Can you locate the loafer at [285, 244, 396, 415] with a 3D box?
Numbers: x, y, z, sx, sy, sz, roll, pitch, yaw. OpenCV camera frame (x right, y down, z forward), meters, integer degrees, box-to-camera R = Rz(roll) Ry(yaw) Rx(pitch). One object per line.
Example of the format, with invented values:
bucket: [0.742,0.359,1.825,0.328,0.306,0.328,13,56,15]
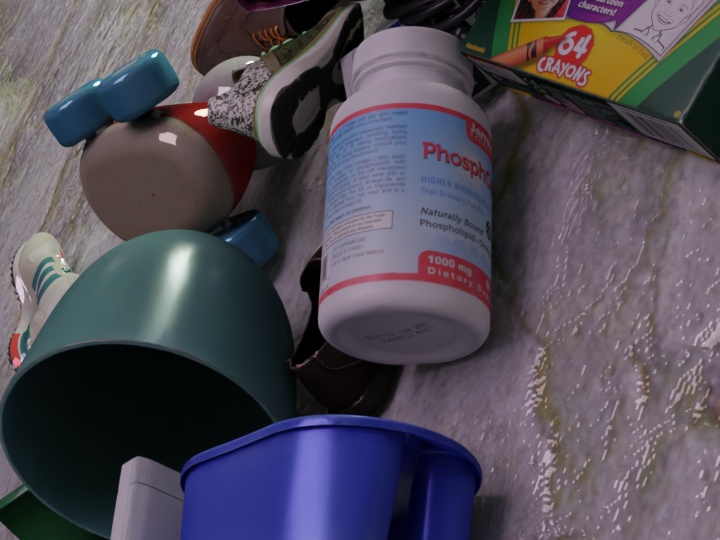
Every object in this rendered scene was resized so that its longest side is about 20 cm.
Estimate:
loafer: [0.000,0.000,1.000,0.073,0.071,0.202,-20,49,45]

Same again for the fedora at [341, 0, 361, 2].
fedora: [0.003,-0.270,1.144,0.200,0.200,0.082,-39,65,29]

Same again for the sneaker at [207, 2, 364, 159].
sneaker: [-0.056,-0.159,1.135,0.088,0.078,0.200,11,33,20]

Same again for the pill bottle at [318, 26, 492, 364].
pill bottle: [0.031,-0.049,0.939,0.108,0.108,0.202,-22,56,44]

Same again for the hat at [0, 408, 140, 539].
hat: [-0.190,0.221,1.136,0.165,0.177,0.200,-35,1,36]

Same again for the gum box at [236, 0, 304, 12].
gum box: [-0.005,-0.257,1.002,0.198,0.066,0.114,-10,51,21]

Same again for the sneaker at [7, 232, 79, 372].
sneaker: [-0.279,0.027,1.390,0.093,0.070,0.201,-28,38,14]

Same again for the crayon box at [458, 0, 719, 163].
crayon box: [0.177,-0.175,0.886,0.199,0.058,0.174,29,89,49]

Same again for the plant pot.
plant pot: [-0.135,0.069,1.026,0.200,0.200,0.162,-36,27,32]

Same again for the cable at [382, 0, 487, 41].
cable: [0.096,-0.250,1.037,0.201,0.051,0.163,-58,32,-2]

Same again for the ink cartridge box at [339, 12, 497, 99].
ink cartridge box: [0.075,-0.169,1.052,0.199,0.039,0.100,-34,39,23]

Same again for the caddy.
caddy: [-0.021,0.141,0.849,0.199,0.141,0.106,-24,50,42]

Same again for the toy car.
toy car: [-0.121,-0.114,1.220,0.176,0.185,0.200,-13,24,50]

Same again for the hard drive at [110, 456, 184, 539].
hard drive: [-0.102,0.229,0.896,0.027,0.131,0.202,-31,41,37]

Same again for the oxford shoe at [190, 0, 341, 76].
oxford shoe: [-0.081,-0.227,1.308,0.199,0.071,0.073,-38,42,30]
